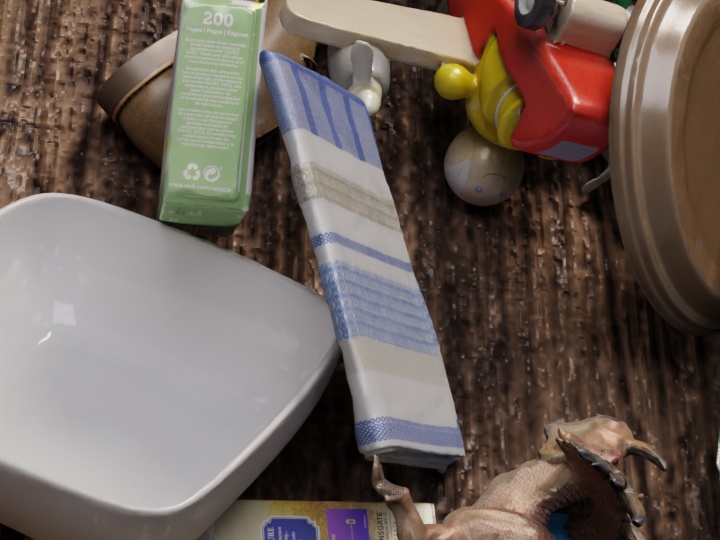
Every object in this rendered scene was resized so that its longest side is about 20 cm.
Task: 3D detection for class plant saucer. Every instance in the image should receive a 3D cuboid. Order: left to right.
[{"bbox_3d":[0.190,-0.066,1.215,0.029,0.200,0.200,0,43,35],"label":"plant saucer"}]

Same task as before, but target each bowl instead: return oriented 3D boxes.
[{"bbox_3d":[-0.126,0.058,1.101,0.199,0.075,0.200,23,39,17],"label":"bowl"}]

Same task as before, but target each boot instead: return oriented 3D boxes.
[{"bbox_3d":[-0.047,-0.119,1.291,0.200,0.074,0.076,-37,81,-24],"label":"boot"}]

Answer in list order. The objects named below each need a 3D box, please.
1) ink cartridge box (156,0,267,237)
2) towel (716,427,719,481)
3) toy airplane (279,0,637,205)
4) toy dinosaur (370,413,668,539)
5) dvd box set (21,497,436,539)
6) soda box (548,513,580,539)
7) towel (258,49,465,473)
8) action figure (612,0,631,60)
[{"bbox_3d":[-0.069,-0.122,1.169,0.048,0.146,0.201,6,85,-5],"label":"ink cartridge box"},{"bbox_3d":[0.229,0.061,1.171,0.153,0.023,0.201,43,41,-33],"label":"towel"},{"bbox_3d":[0.075,-0.107,1.269,0.199,0.142,0.199,22,16,20],"label":"toy airplane"},{"bbox_3d":[0.073,0.150,1.022,0.135,0.086,0.201,-1,71,1],"label":"toy dinosaur"},{"bbox_3d":[-0.058,0.175,1.077,0.199,0.029,0.147,1,53,-11],"label":"dvd box set"},{"bbox_3d":[0.133,0.183,1.075,0.068,0.064,0.200,-39,67,-10],"label":"soda box"},{"bbox_3d":[0.000,0.000,1.124,0.024,0.147,0.201,-19,80,14],"label":"towel"},{"bbox_3d":[0.214,-0.184,1.325,0.118,0.200,0.055,57,20,8],"label":"action figure"}]
